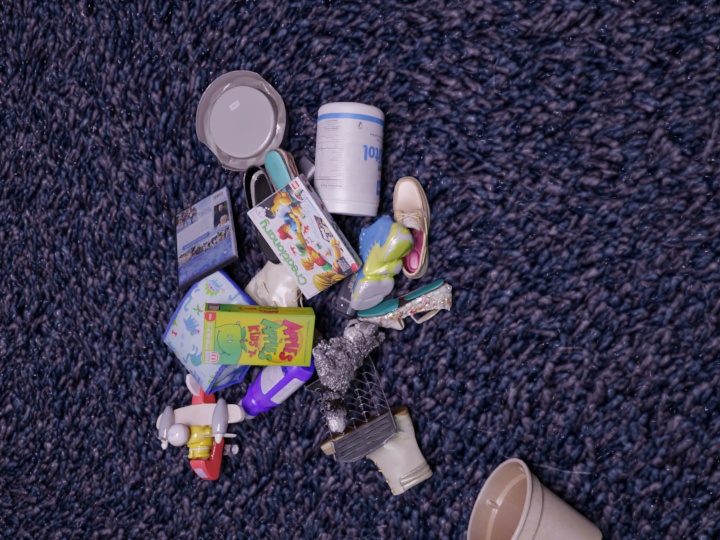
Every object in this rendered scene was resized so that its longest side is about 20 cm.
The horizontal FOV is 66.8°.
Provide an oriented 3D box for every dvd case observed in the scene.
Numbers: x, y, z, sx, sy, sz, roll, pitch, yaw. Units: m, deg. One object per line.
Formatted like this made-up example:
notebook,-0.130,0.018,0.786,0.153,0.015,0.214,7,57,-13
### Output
dvd case,-0.322,-0.071,1.126,0.142,0.018,0.201,-27,53,14

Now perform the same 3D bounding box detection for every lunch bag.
lunch bag,-0.283,0.115,1.109,0.170,0.127,0.201,41,117,19

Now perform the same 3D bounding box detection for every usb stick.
usb stick,0.000,0.000,1.106,0.055,0.033,0.202,22,98,10
usb stick,-0.152,-0.146,1.125,0.055,0.033,0.200,41,101,10

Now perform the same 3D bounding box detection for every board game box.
board game box,-0.102,-0.060,1.013,0.126,0.035,0.201,-30,101,22
board game box,-0.189,0.120,1.012,0.198,0.048,0.103,4,104,-14

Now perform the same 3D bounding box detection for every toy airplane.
toy airplane,-0.341,0.314,1.140,0.199,0.141,0.201,37,111,24

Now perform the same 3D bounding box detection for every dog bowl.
dog bowl,-0.238,-0.304,1.131,0.198,0.059,0.202,1,92,12

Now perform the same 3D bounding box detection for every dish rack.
dish rack,-0.018,0.262,1.067,0.153,0.055,0.201,-32,49,12

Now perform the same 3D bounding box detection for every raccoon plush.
raccoon plush,-0.007,0.191,1.037,0.133,0.097,0.202,-16,79,8

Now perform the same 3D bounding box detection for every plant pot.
plant pot,0.322,0.479,0.990,0.182,0.200,0.202,30,99,-2

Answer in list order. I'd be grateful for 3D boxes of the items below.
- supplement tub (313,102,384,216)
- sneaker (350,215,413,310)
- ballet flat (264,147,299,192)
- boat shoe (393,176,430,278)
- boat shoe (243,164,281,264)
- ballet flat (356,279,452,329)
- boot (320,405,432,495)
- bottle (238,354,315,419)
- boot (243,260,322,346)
supplement tub,-0.023,-0.209,1.051,0.131,0.132,0.202,4,94,12
sneaker,0.028,-0.020,1.057,0.201,0.075,0.105,-56,45,29
ballet flat,-0.126,-0.142,1.061,0.067,0.067,0.202,-13,98,19
boat shoe,0.099,-0.084,1.060,0.073,0.069,0.202,-7,91,13
boat shoe,-0.188,-0.110,1.077,0.073,0.063,0.203,-17,77,19
ballet flat,0.090,0.080,1.072,0.198,0.076,0.064,-21,104,16
boot,0.031,0.377,1.100,0.198,0.072,0.156,-23,90,12
bottle,-0.177,0.235,1.129,0.065,0.084,0.200,34,116,-27
boot,-0.127,0.044,1.107,0.200,0.072,0.155,38,100,16
